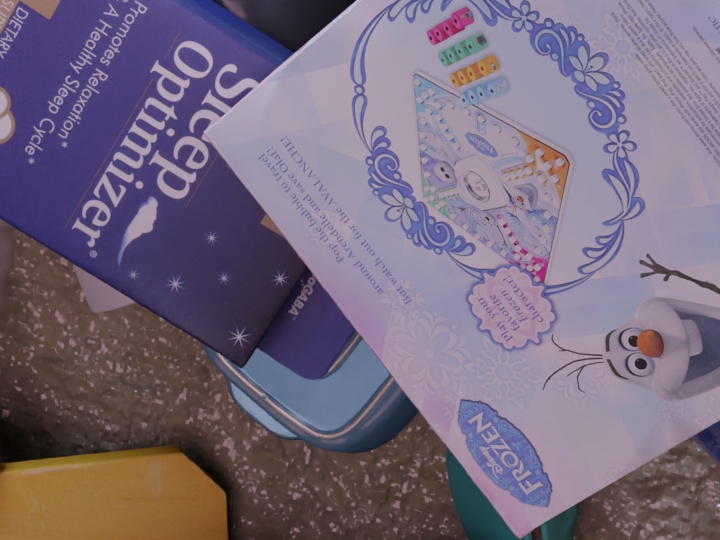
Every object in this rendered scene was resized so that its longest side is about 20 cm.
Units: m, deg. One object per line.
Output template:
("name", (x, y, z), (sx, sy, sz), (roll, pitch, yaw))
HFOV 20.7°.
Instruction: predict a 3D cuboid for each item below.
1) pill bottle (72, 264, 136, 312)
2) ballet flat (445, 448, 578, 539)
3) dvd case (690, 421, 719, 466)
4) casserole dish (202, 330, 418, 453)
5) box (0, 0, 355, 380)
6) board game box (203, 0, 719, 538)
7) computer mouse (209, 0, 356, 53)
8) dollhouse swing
("pill bottle", (-0.114, -0.090, 0.872), (0.112, 0.113, 0.201), (-17, 97, 19))
("ballet flat", (0.069, 0.066, 0.883), (0.070, 0.067, 0.201), (-33, 123, -20))
("dvd case", (0.226, 0.061, 0.801), (0.142, 0.018, 0.200), (-34, 132, 17))
("casserole dish", (0.000, 0.000, 0.914), (0.121, 0.039, 0.200), (39, 110, 7))
("box", (-0.072, -0.046, 0.802), (0.199, 0.032, 0.121), (31, 108, -7))
("board game box", (0.074, -0.030, 0.712), (0.199, 0.043, 0.200), (-36, 94, 32))
("computer mouse", (-0.051, -0.141, 0.829), (0.053, 0.138, 0.201), (-14, 99, 46))
("dollhouse swing", (-0.182, 0.165, 1.003), (0.181, 0.175, 0.201), (15, 110, 56))
